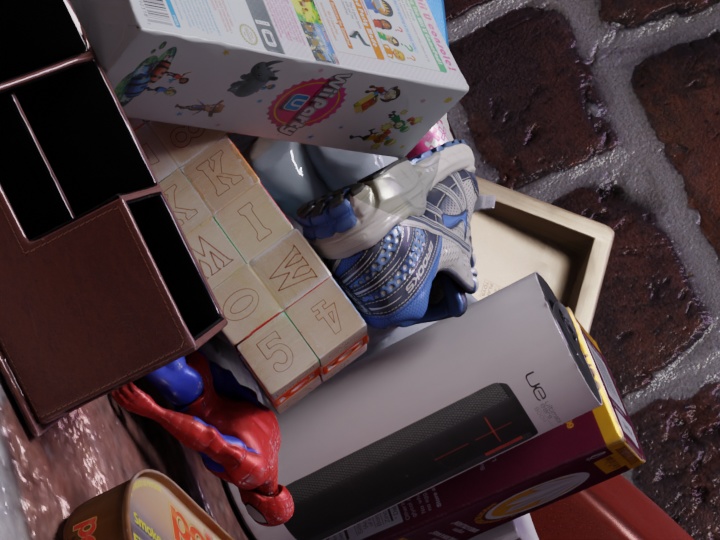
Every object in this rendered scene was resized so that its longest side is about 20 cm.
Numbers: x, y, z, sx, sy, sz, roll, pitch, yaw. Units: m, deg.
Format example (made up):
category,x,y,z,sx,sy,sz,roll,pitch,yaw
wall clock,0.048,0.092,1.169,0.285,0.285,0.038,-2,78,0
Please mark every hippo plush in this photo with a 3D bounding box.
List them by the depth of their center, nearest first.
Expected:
category,x,y,z,sx,sy,sz,roll,pitch,yaw
hippo plush,0.000,0.000,1.044,0.161,0.198,0.160,64,27,-59

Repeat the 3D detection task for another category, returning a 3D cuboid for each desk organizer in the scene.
category,x,y,z,sx,sy,sz,roll,pitch,yaw
desk organizer,-0.137,-0.044,0.679,0.201,0.077,0.072,64,9,-3

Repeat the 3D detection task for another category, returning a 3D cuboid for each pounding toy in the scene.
category,x,y,z,sx,sy,sz,roll,pitch,yaw
pounding toy,0.074,0.015,1.301,0.142,0.199,0.185,116,-6,-65

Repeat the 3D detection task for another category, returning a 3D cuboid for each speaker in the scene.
category,x,y,z,sx,sy,sz,roll,pitch,yaw
speaker,0.027,0.078,0.886,0.082,0.199,0.081,60,10,-18

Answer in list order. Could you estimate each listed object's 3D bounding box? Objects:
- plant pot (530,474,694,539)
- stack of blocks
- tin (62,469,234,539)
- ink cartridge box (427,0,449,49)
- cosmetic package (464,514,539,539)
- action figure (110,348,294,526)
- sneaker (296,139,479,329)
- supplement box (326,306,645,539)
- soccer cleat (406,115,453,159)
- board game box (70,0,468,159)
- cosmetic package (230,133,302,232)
category,x,y,z,sx,sy,sz,roll,pitch,yaw
plant pot,0.143,0.234,1.207,0.177,0.199,0.200,53,9,1
stack of blocks,-0.077,-0.027,0.834,0.201,0.058,0.115,53,-5,9
tin,-0.061,0.161,0.687,0.200,0.042,0.113,55,17,-47
ink cartridge box,-0.033,-0.218,0.988,0.145,0.084,0.202,12,64,-39
cosmetic package,0.038,0.128,1.104,0.081,0.112,0.201,51,18,-53
action figure,-0.090,0.045,0.786,0.201,0.051,0.066,55,16,-18
sneaker,0.025,-0.012,0.863,0.086,0.077,0.200,66,21,-2
supplement box,0.058,0.108,0.978,0.086,0.199,0.110,69,11,19
soccer cleat,0.028,-0.134,1.076,0.201,0.086,0.070,57,-16,22
board game box,-0.059,-0.139,0.803,0.199,0.064,0.148,4,53,-40
cosmetic package,-0.062,-0.072,1.193,0.201,0.071,0.101,65,9,0
